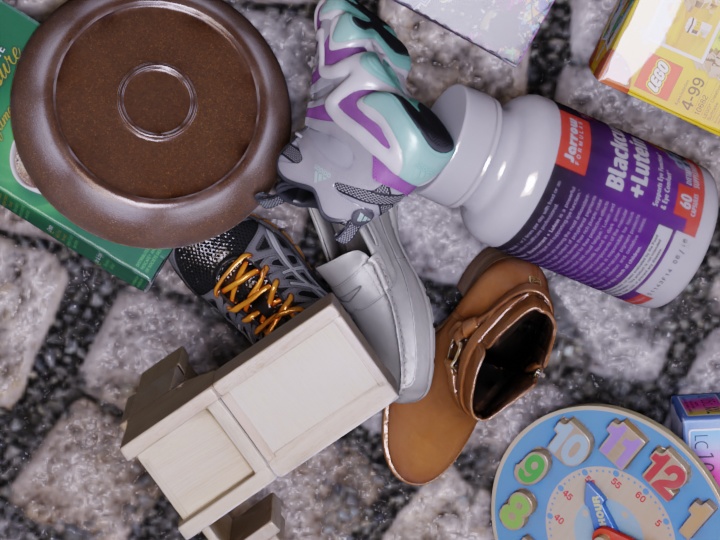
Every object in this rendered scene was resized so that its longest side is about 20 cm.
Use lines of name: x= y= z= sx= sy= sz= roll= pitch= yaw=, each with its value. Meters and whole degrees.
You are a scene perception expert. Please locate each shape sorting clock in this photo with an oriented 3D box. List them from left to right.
shape sorting clock: x=0.182 y=0.194 z=1.703 sx=0.200 sy=0.039 sz=0.200 roll=8 pitch=106 yaw=30

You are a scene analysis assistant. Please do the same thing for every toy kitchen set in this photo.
toy kitchen set: x=-0.048 y=0.116 z=1.649 sx=0.180 sy=0.200 sz=0.163 roll=-34 pitch=101 yaw=6

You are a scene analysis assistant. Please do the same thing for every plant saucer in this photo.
plant saucer: x=-0.144 y=-0.115 z=1.632 sx=0.200 sy=0.032 sz=0.200 roll=3 pitch=77 yaw=-11

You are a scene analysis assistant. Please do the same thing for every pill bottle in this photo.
pill bottle: x=0.140 y=-0.057 z=1.630 sx=0.200 sy=0.111 sz=0.111 roll=21 pitch=103 yaw=-20

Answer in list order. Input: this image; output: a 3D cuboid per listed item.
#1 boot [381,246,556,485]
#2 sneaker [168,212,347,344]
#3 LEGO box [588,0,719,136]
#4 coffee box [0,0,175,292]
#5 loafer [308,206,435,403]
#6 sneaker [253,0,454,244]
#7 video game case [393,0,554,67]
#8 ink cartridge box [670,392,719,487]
boot: x=0.081 y=0.086 z=1.661 sx=0.077 sy=0.155 sz=0.200 roll=28 pitch=101 yaw=-14
sneaker: x=-0.059 y=0.025 z=1.690 sx=0.200 sy=0.077 sz=0.078 roll=37 pitch=103 yaw=-6
LEGO box: x=0.271 y=-0.199 z=1.634 sx=0.149 sy=0.077 sz=0.200 roll=23 pitch=102 yaw=-5
coffee box: x=-0.205 y=-0.088 z=1.651 sx=0.200 sy=0.044 sz=0.123 roll=31 pitch=74 yaw=-4
loafer: x=0.000 y=0.000 z=1.660 sx=0.070 sy=0.070 sz=0.200 roll=-10 pitch=78 yaw=-35
sneaker: x=-0.025 y=-0.099 z=1.613 sx=0.078 sy=0.200 sz=0.140 roll=32 pitch=113 yaw=-35
video game case: x=0.080 y=-0.272 z=1.639 sx=0.181 sy=0.036 sz=0.200 roll=27 pitch=102 yaw=-6
ink cartridge box: x=0.333 y=0.157 z=1.722 sx=0.200 sy=0.076 sz=0.137 roll=-4 pitch=103 yaw=0
